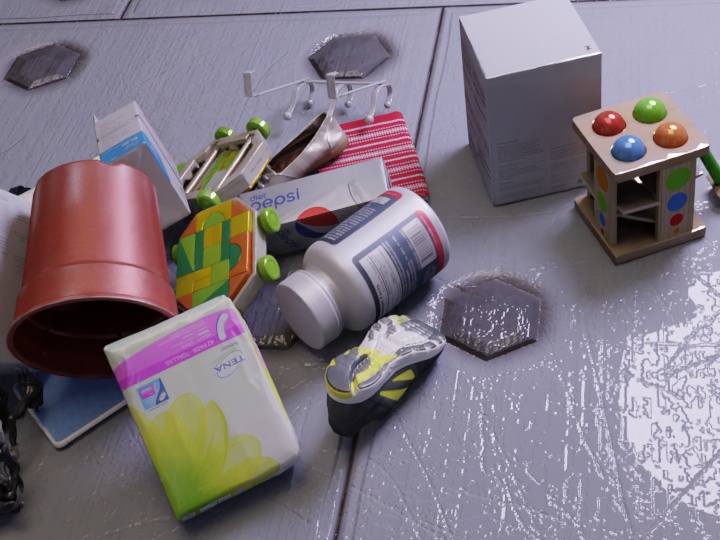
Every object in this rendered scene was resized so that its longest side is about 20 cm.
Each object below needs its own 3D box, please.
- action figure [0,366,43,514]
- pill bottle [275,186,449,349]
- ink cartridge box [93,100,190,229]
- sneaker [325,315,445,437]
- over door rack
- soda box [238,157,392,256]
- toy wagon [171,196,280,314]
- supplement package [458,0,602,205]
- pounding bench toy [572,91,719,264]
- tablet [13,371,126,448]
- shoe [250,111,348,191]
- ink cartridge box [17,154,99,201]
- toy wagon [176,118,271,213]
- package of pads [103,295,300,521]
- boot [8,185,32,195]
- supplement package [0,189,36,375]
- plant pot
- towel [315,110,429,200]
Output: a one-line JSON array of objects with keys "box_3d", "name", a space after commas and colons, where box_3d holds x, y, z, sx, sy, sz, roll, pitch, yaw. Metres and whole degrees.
[{"box_3d": [-0.417, 0.203, 1.297, 0.117, 0.103, 0.202, -15, 41, 19], "name": "action figure"}, {"box_3d": [0.000, 0.000, 1.410, 0.199, 0.121, 0.119, -36, 48, -24], "name": "pill bottle"}, {"box_3d": [-0.289, -0.143, 1.541, 0.066, 0.117, 0.201, -30, 31, 0], "name": "ink cartridge box"}, {"box_3d": [0.022, 0.116, 1.319, 0.074, 0.086, 0.199, 31, 35, 28], "name": "sneaker"}, {"box_3d": [-0.058, -0.243, 1.663, 0.146, 0.068, 0.199, 5, 7, 25], "name": "over door rack"}, {"box_3d": [-0.054, -0.079, 1.523, 0.197, 0.064, 0.069, -14, 54, 7], "name": "soda box"}, {"box_3d": [-0.170, 0.008, 1.451, 0.153, 0.039, 0.203, -20, 55, 27], "name": "toy wagon"}, {"box_3d": [0.221, -0.222, 1.537, 0.149, 0.202, 0.152, -12, 42, -2], "name": "supplement package"}, {"box_3d": [0.374, -0.132, 1.442, 0.197, 0.158, 0.125, -17, 42, -7], "name": "pounding bench toy"}, {"box_3d": [-0.308, 0.123, 1.423, 0.199, 0.014, 0.130, -34, 48, -21], "name": "tablet"}, {"box_3d": [-0.106, -0.143, 1.615, 0.199, 0.054, 0.070, -40, 44, -11], "name": "shoe"}, {"box_3d": [-0.355, -0.026, 1.493, 0.160, 0.050, 0.202, -27, 74, -5], "name": "ink cartridge box"}, {"box_3d": [-0.208, -0.134, 1.616, 0.198, 0.040, 0.156, -8, 41, 43], "name": "toy wagon"}, {"box_3d": [-0.165, 0.144, 1.263, 0.153, 0.068, 0.202, -23, 83, -13], "name": "package of pads"}, {"box_3d": [-0.379, -0.054, 1.578, 0.166, 0.077, 0.202, -18, 50, -2], "name": "boot"}, {"box_3d": [-0.475, 0.016, 1.389, 0.148, 0.152, 0.204, -7, 77, 19], "name": "supplement package"}, {"box_3d": [-0.305, -0.007, 1.363, 0.197, 0.202, 0.198, -9, 62, 2], "name": "plant pot"}, {"box_3d": [0.009, -0.147, 1.636, 0.142, 0.023, 0.202, -13, 43, -1], "name": "towel"}]
